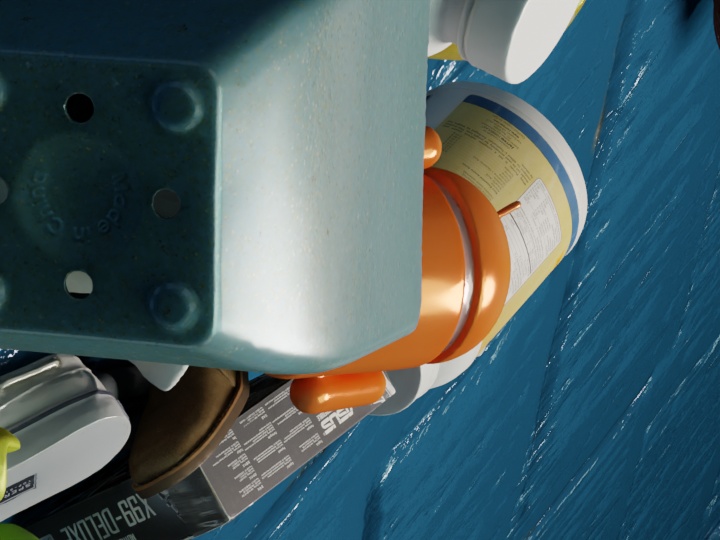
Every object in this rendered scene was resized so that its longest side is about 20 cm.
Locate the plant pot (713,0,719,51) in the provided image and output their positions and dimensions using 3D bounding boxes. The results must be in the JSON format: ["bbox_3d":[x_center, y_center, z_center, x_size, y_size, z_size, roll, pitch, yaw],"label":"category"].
[{"bbox_3d":[0.362,-0.251,2.346,0.201,0.201,0.195,-59,154,-4],"label":"plant pot"}]

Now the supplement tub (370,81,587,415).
[{"bbox_3d":[0.041,-0.014,1.872,0.200,0.145,0.145,-46,158,-37],"label":"supplement tub"}]

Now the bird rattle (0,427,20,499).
[{"bbox_3d":[-0.213,0.005,1.340,0.163,0.113,0.200,-59,154,-46],"label":"bird rattle"}]

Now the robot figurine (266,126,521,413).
[{"bbox_3d":[-0.001,0.001,1.611,0.200,0.144,0.117,-4,170,-34],"label":"robot figurine"}]

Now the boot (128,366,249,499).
[{"bbox_3d":[-0.102,0.047,1.624,0.074,0.075,0.200,-25,-152,29],"label":"boot"}]

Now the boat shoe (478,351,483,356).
[{"bbox_3d":[0.055,0.017,2.093,0.060,0.074,0.200,-58,155,9],"label":"boat shoe"}]

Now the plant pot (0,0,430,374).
[{"bbox_3d":[-0.087,-0.049,1.227,0.200,0.196,0.197,-45,138,-71],"label":"plant pot"}]

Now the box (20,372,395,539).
[{"bbox_3d":[-0.092,0.114,1.729,0.158,0.050,0.200,-26,-175,35],"label":"box"}]

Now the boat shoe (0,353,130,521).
[{"bbox_3d":[-0.215,0.096,1.466,0.200,0.066,0.072,-26,152,-24],"label":"boat shoe"}]

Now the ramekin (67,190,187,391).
[{"bbox_3d":[-0.091,-0.050,1.433,0.201,0.098,0.200,-61,-174,11],"label":"ramekin"}]

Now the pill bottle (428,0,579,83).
[{"bbox_3d":[0.010,-0.174,1.435,0.111,0.200,0.111,-51,161,-25],"label":"pill bottle"}]

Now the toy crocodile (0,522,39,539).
[{"bbox_3d":[-0.239,0.183,1.542,0.200,0.062,0.068,-24,140,-62],"label":"toy crocodile"}]

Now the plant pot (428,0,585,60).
[{"bbox_3d":[0.060,-0.199,1.636,0.200,0.142,0.200,-52,161,-27],"label":"plant pot"}]

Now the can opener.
[{"bbox_3d":[-0.143,0.081,1.624,0.200,0.067,0.053,-9,93,-69],"label":"can opener"}]
